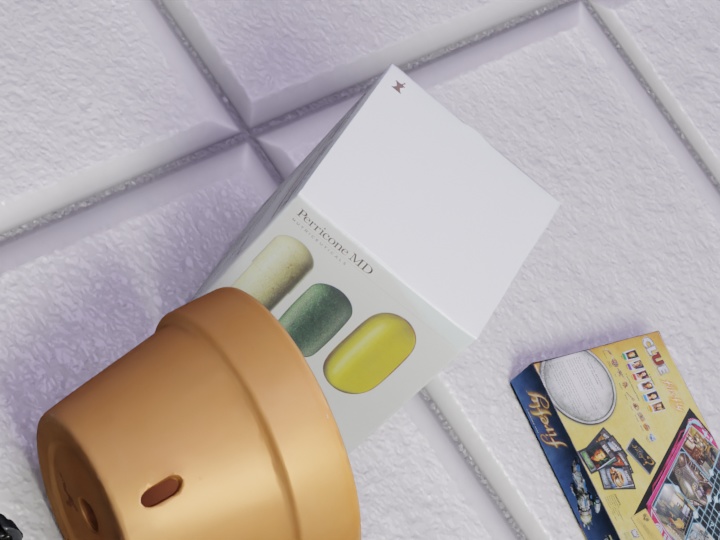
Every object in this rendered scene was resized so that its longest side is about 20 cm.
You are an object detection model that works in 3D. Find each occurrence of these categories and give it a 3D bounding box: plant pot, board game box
[{"bbox_3d":[-0.109,0.128,1.482,0.140,0.200,0.200,-23,75,-24],"label":"plant pot"},{"bbox_3d":[0.210,0.150,1.770,0.135,0.035,0.200,-12,69,-38],"label":"board game box"}]

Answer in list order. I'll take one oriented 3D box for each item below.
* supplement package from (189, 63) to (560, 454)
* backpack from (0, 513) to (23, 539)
[{"bbox_3d":[0.000,0.000,1.615,0.152,0.200,0.151,39,47,-5],"label":"supplement package"},{"bbox_3d":[-0.312,0.157,1.313,0.183,0.147,0.200,45,11,1],"label":"backpack"}]
